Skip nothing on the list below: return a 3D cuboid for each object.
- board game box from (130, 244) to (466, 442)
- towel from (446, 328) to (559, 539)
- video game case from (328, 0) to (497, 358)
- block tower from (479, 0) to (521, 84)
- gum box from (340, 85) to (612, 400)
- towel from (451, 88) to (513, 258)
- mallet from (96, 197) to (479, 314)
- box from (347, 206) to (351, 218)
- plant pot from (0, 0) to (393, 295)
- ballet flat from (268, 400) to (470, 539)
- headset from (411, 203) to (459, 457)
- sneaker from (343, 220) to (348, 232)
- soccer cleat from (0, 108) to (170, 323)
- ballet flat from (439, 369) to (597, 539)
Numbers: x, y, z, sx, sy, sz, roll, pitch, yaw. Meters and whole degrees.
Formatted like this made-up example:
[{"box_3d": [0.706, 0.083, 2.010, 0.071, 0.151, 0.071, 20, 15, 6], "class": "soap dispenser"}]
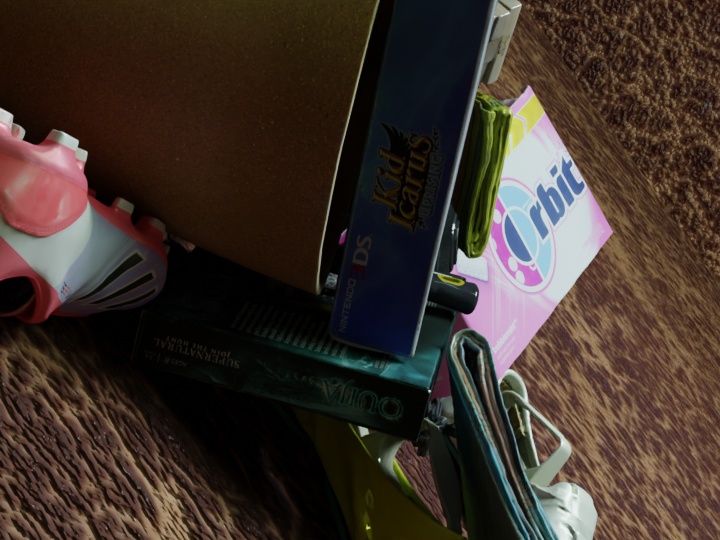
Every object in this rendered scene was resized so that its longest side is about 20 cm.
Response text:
[{"box_3d": [-0.024, 0.022, 1.144, 0.135, 0.028, 0.200, 15, 16, 4], "class": "board game box"}, {"box_3d": [0.073, 0.142, 1.129, 0.200, 0.022, 0.147, 81, -7, -46], "class": "towel"}, {"box_3d": [0.034, -0.093, 1.085, 0.045, 0.200, 0.181, 14, 34, 3], "class": "video game case"}, {"box_3d": [-0.008, -0.101, 1.216, 0.200, 0.054, 0.058, -26, 58, -38], "class": "block tower"}, {"box_3d": [0.074, -0.021, 1.470, 0.114, 0.066, 0.200, 60, 38, -15], "class": "gum box"}, {"box_3d": [0.030, -0.077, 1.363, 0.018, 0.086, 0.200, 4, 16, -25], "class": "towel"}, {"box_3d": [-0.039, -0.010, 1.130, 0.200, 0.041, 0.066, 18, 18, -4], "class": "mallet"}, {"box_3d": [-0.046, -0.135, 1.384, 0.106, 0.122, 0.200, -2, 41, -23], "class": "box"}, {"box_3d": [-0.090, -0.105, 1.046, 0.200, 0.187, 0.186, 15, 14, 2], "class": "plant pot"}, {"box_3d": [0.002, 0.081, 1.163, 0.067, 0.067, 0.200, 38, 19, -53], "class": "ballet flat"}, {"box_3d": [0.000, 0.000, 1.272, 0.094, 0.123, 0.200, -70, 137, -74], "class": "headset"}, {"box_3d": [-0.010, -0.043, 1.518, 0.200, 0.072, 0.083, 39, -16, -34], "class": "sneaker"}, {"box_3d": [-0.130, -0.007, 0.974, 0.067, 0.077, 0.200, 24, -9, 11], "class": "soccer cleat"}, {"box_3d": [0.099, 0.130, 1.379, 0.069, 0.069, 0.200, 41, 17, -42], "class": "ballet flat"}]
